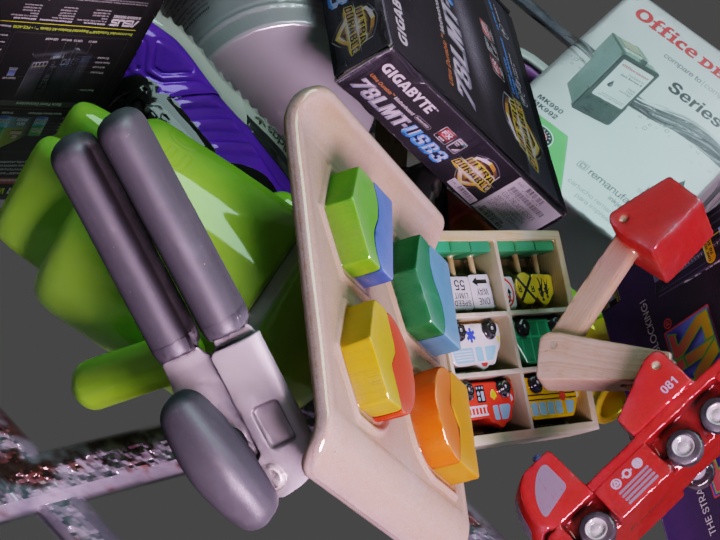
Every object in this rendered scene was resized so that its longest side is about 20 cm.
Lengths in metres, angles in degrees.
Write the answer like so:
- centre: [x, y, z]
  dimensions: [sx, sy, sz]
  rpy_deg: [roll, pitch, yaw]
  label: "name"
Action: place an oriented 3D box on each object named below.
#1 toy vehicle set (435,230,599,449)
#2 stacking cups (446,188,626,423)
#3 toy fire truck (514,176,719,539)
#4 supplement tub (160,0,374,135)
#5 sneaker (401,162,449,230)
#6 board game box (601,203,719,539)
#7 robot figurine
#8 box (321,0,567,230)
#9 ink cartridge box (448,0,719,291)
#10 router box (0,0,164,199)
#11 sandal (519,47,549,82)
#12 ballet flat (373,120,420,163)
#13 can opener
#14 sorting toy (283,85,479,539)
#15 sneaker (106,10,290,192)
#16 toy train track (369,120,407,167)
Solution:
- centre: [0.059, 0.040, 1.244]
  dimensions: [0.200, 0.026, 0.125]
  rpy_deg: [-2, 77, -50]
  label: "toy vehicle set"
- centre: [0.099, 0.014, 1.386]
  dimensions: [0.200, 0.061, 0.060]
  rpy_deg: [40, 26, 24]
  label: "stacking cups"
- centre: [0.147, 0.061, 1.204]
  dimensions: [0.141, 0.200, 0.049]
  rpy_deg: [45, -4, 29]
  label: "toy fire truck"
- centre: [-0.075, -0.155, 1.409]
  dimensions: [0.131, 0.132, 0.200]
  rpy_deg: [17, 29, -28]
  label: "supplement tub"
- centre: [0.000, 0.000, 1.306]
  dimensions: [0.079, 0.076, 0.200]
  rpy_deg: [4, 30, 13]
  label: "sneaker"
- centre: [0.230, 0.063, 1.240]
  dimensions: [0.057, 0.165, 0.201]
  rpy_deg: [10, 54, -39]
  label: "board game box"
- centre: [-0.087, 0.001, 1.122]
  dimensions: [0.200, 0.116, 0.176]
  rpy_deg: [33, 32, -2]
  label: "robot figurine"
- centre: [0.045, -0.144, 1.371]
  dimensions: [0.198, 0.050, 0.201]
  rpy_deg: [43, 27, -42]
  label: "box"
- centre: [0.182, -0.085, 1.520]
  dimensions: [0.146, 0.084, 0.200]
  rpy_deg: [38, 56, 13]
  label: "ink cartridge box"
- centre: [-0.215, -0.112, 1.148]
  dimensions: [0.200, 0.150, 0.062]
  rpy_deg: [-3, 41, -51]
  label: "router box"
- centre: [0.130, -0.106, 1.610]
  dimensions: [0.202, 0.083, 0.050]
  rpy_deg: [33, 30, 1]
  label: "sandal"
- centre: [0.016, -0.125, 1.546]
  dimensions: [0.199, 0.070, 0.070]
  rpy_deg: [29, 25, -8]
  label: "ballet flat"
- centre: [-0.083, 0.025, 1.004]
  dimensions: [0.201, 0.053, 0.067]
  rpy_deg: [62, 17, -10]
  label: "can opener"
- centre: [0.016, 0.030, 1.093]
  dimensions: [0.185, 0.036, 0.201]
  rpy_deg: [44, 39, -57]
  label: "sorting toy"
- centre: [-0.110, -0.076, 1.261]
  dimensions: [0.200, 0.069, 0.100]
  rpy_deg: [39, 32, -22]
  label: "sneaker"
- centre: [0.025, -0.151, 1.513]
  dimensions: [0.114, 0.033, 0.201]
  rpy_deg: [8, 73, -9]
  label: "toy train track"
